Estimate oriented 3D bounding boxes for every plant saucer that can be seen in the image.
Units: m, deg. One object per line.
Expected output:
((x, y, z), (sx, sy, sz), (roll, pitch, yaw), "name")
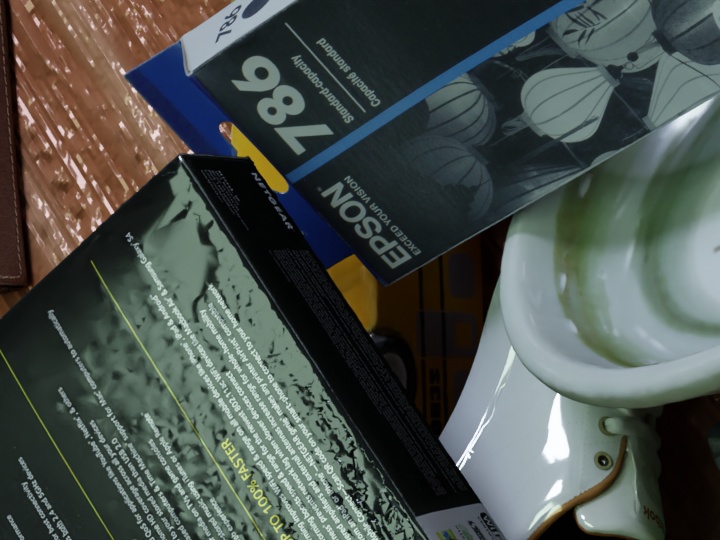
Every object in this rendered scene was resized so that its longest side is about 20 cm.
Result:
((0.130, -0.031, 0.803), (0.200, 0.050, 0.201), (-36, 28, 22), "plant saucer")

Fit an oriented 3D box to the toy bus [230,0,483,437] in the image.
((0.000, 0.000, 0.954), (0.065, 0.078, 0.202), (-5, 85, 39), "toy bus")

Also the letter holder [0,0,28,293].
((-0.222, -0.087, 1.092), (0.100, 0.142, 0.202), (-10, 82, 37), "letter holder")

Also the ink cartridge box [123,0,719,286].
((0.024, -0.062, 0.834), (0.199, 0.039, 0.099), (-31, 115, 32), "ink cartridge box")

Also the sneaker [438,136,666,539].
((0.076, 0.050, 0.872), (0.084, 0.073, 0.201), (17, 75, 38), "sneaker")

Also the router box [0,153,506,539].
((-0.042, 0.088, 0.828), (0.149, 0.051, 0.201), (-40, 73, 21), "router box")

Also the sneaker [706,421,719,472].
((0.172, 0.017, 0.789), (0.200, 0.077, 0.084), (-43, 62, 25), "sneaker")
